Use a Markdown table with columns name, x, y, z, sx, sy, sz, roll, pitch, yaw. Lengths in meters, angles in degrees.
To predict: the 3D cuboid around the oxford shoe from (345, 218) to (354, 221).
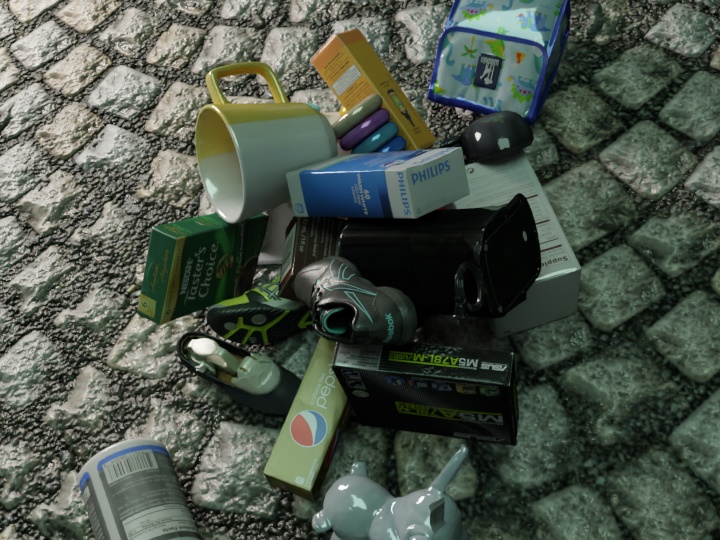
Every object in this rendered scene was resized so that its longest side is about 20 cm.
| name | x | y | z | sx | sy | sz | roll | pitch | yaw |
| --- | --- | --- | --- | --- | --- | --- | --- | --- | --- |
| oxford shoe | 0.041 | -0.092 | 1.271 | 0.071 | 0.074 | 0.200 | 28 | 67 | 28 |

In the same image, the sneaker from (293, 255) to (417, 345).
| name | x | y | z | sx | sy | sz | roll | pitch | yaw |
| --- | --- | --- | --- | --- | --- | --- | --- | --- | --- |
| sneaker | -0.025 | 0.033 | 1.000 | 0.079 | 0.076 | 0.200 | -12 | 19 | -34 |

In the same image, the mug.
| name | x | y | z | sx | sy | sz | roll | pitch | yaw |
| --- | --- | --- | --- | --- | --- | --- | --- | --- | --- |
| mug | -0.116 | -0.168 | 1.166 | 0.152 | 0.188 | 0.149 | -16 | 23 | -27 |

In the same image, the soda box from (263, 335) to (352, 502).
| name | x | y | z | sx | sy | sz | roll | pitch | yaw |
| --- | --- | --- | --- | --- | --- | --- | --- | --- | --- |
| soda box | -0.050 | 0.176 | 1.125 | 0.064 | 0.068 | 0.201 | 18 | 67 | 10 |

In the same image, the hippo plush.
| name | x | y | z | sx | sy | sz | roll | pitch | yaw |
| --- | --- | --- | --- | --- | --- | --- | --- | --- | --- |
| hippo plush | 0.024 | 0.296 | 0.987 | 0.160 | 0.201 | 0.159 | 10 | 40 | 26 |

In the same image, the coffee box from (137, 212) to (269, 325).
| name | x | y | z | sx | sy | sz | roll | pitch | yaw |
| --- | --- | --- | --- | --- | --- | --- | --- | --- | --- |
| coffee box | -0.202 | -0.010 | 1.187 | 0.044 | 0.200 | 0.124 | 25 | 111 | 23 |

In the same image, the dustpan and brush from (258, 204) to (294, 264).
| name | x | y | z | sx | sy | sz | roll | pitch | yaw |
| --- | --- | --- | --- | --- | --- | --- | --- | --- | --- |
| dustpan and brush | -0.144 | -0.109 | 1.328 | 0.139 | 0.057 | 0.201 | -1 | 59 | 11 |

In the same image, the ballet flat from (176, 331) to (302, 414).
| name | x | y | z | sx | sy | sz | roll | pitch | yaw |
| --- | --- | --- | --- | --- | --- | --- | --- | --- | --- |
| ballet flat | -0.161 | 0.129 | 1.185 | 0.199 | 0.073 | 0.073 | 22 | 66 | 22 |

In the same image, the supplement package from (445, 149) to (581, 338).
| name | x | y | z | sx | sy | sz | roll | pitch | yaw |
| --- | --- | --- | --- | --- | --- | --- | --- | --- | --- |
| supplement package | 0.193 | -0.036 | 1.181 | 0.117 | 0.117 | 0.201 | -17 | 58 | -1 |

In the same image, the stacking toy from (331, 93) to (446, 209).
| name | x | y | z | sx | sy | sz | roll | pitch | yaw |
| --- | --- | --- | --- | --- | --- | --- | --- | --- | --- |
| stacking toy | 0.047 | -0.134 | 1.223 | 0.085 | 0.085 | 0.200 | -38 | 97 | -12 |

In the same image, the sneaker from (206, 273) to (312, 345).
| name | x | y | z | sx | sy | sz | roll | pitch | yaw |
| --- | --- | --- | --- | --- | --- | --- | --- | --- | --- |
| sneaker | -0.109 | 0.044 | 1.228 | 0.199 | 0.076 | 0.077 | -9 | 48 | -9 |

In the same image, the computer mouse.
| name | x | y | z | sx | sy | sz | roll | pitch | yaw |
| --- | --- | --- | --- | --- | --- | --- | --- | --- | --- |
| computer mouse | 0.172 | -0.186 | 1.237 | 0.138 | 0.200 | 0.053 | -17 | 100 | -4 |

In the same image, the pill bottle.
| name | x | y | z | sx | sy | sz | roll | pitch | yaw |
| --- | --- | --- | --- | --- | --- | --- | --- | --- | --- |
| pill bottle | -0.251 | 0.310 | 1.069 | 0.113 | 0.114 | 0.200 | -27 | 58 | -5 |

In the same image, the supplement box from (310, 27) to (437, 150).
| name | x | y | z | sx | sy | sz | roll | pitch | yaw |
| --- | --- | --- | --- | --- | --- | --- | --- | --- | --- |
| supplement box | 0.019 | -0.239 | 1.277 | 0.200 | 0.069 | 0.066 | 53 | 37 | 2 |

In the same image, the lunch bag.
| name | x | y | z | sx | sy | sz | roll | pitch | yaw |
| --- | --- | --- | --- | --- | --- | --- | --- | --- | --- |
| lunch bag | 0.207 | -0.323 | 1.354 | 0.169 | 0.127 | 0.201 | 17 | 77 | 18 |

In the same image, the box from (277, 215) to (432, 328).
| name | x | y | z | sx | sy | sz | roll | pitch | yaw |
| --- | --- | --- | --- | --- | --- | --- | --- | --- | --- |
| box | 0.000 | 0.000 | 1.175 | 0.199 | 0.075 | 0.101 | 14 | 60 | -17 |

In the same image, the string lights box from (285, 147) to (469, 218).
| name | x | y | z | sx | sy | sz | roll | pitch | yaw |
| --- | --- | --- | --- | --- | --- | --- | --- | --- | --- |
| string lights box | 0.017 | -0.103 | 1.072 | 0.199 | 0.059 | 0.103 | 5 | 22 | 45 |

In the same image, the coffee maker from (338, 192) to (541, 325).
| name | x | y | z | sx | sy | sz | roll | pitch | yaw |
| --- | --- | --- | --- | --- | --- | --- | --- | --- | --- |
| coffee maker | 0.076 | -0.014 | 1.031 | 0.199 | 0.192 | 0.136 | -1 | 93 | 36 |

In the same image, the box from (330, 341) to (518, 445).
| name | x | y | z | sx | sy | sz | roll | pitch | yaw |
| --- | --- | --- | --- | --- | --- | --- | --- | --- | --- |
| box | 0.081 | 0.141 | 1.054 | 0.199 | 0.193 | 0.048 | 5 | 60 | 14 |

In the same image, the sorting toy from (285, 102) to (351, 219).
| name | x | y | z | sx | sy | sz | roll | pitch | yaw |
| --- | --- | --- | --- | --- | --- | --- | --- | --- | --- |
| sorting toy | -0.096 | -0.166 | 1.299 | 0.179 | 0.107 | 0.201 | 1 | 57 | -11 |
